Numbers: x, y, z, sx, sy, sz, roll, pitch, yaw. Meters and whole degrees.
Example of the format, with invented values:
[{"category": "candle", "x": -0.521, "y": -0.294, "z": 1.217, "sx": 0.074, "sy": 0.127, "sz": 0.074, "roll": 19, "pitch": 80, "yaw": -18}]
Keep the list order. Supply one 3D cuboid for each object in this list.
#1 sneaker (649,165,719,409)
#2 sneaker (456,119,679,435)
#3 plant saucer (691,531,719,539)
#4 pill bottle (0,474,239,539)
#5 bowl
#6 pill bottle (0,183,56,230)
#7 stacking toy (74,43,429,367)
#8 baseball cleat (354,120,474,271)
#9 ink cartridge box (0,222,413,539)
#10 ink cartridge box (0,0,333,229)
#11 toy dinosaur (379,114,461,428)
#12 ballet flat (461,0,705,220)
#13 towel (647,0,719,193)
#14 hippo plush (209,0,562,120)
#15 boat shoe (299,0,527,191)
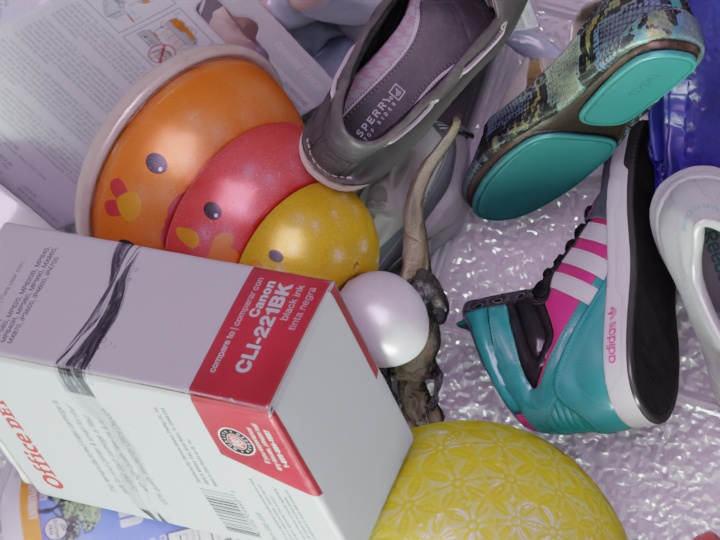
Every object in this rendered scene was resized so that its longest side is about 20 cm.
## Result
[{"category": "sneaker", "x": 0.214, "y": 0.044, "z": 1.535, "sx": 0.075, "sy": 0.089, "sz": 0.200, "roll": -31, "pitch": 105, "yaw": 7}, {"category": "sneaker", "x": 0.115, "y": 0.012, "z": 1.598, "sx": 0.121, "sy": 0.084, "sz": 0.200, "roll": -16, "pitch": 45, "yaw": 29}, {"category": "plant saucer", "x": 0.174, "y": 0.268, "z": 1.480, "sx": 0.200, "sy": 0.037, "sz": 0.200, "roll": -47, "pitch": 116, "yaw": -5}, {"category": "pill bottle", "x": -0.085, "y": 0.140, "z": 1.577, "sx": 0.200, "sy": 0.112, "sz": 0.112, "roll": -16, "pitch": 74, "yaw": 4}, {"category": "bowl", "x": 0.064, "y": 0.186, "z": 1.498, "sx": 0.200, "sy": 0.108, "sz": 0.200, "roll": -3, "pitch": 100, "yaw": -15}, {"category": "pill bottle", "x": -0.252, "y": 0.040, "z": 1.627, "sx": 0.114, "sy": 0.114, "sz": 0.200, "roll": 37, "pitch": 84, "yaw": 16}, {"category": "stacking toy", "x": -0.039, "y": -0.016, "z": 1.512, "sx": 0.200, "sy": 0.146, "sz": 0.146, "roll": 35, "pitch": 83, "yaw": 32}, {"category": "baseball cleat", "x": 0.000, "y": 0.000, "z": 1.623, "sx": 0.200, "sy": 0.106, "sz": 0.070, "roll": -52, "pitch": 60, "yaw": 25}, {"category": "ink cartridge box", "x": -0.093, "y": 0.062, "z": 1.466, "sx": 0.200, "sy": 0.144, "sz": 0.084, "roll": 9, "pitch": 58, "yaw": 27}, {"category": "ink cartridge box", "x": -0.135, "y": -0.114, "z": 1.597, "sx": 0.200, "sy": 0.160, "sz": 0.047, "roll": -25, "pitch": 48, "yaw": 20}, {"category": "toy dinosaur", "x": 0.029, "y": 0.023, "z": 1.557, "sx": 0.047, "sy": 0.088, "sz": 0.200, "roll": 9, "pitch": 117, "yaw": 9}, {"category": "ballet flat", "x": 0.117, "y": -0.097, "z": 1.549, "sx": 0.074, "sy": 0.200, "sz": 0.074, "roll": 17, "pitch": 56, "yaw": -27}, {"category": "towel", "x": 0.253, "y": -0.107, "z": 1.572, "sx": 0.200, "sy": 0.050, "sz": 0.148, "roll": -3, "pitch": 112, "yaw": -11}, {"category": "hippo plush", "x": 0.010, "y": -0.192, "z": 1.623, "sx": 0.200, "sy": 0.159, "sz": 0.161, "roll": -9, "pitch": 62, "yaw": 26}, {"category": "boat shoe", "x": 0.040, "y": -0.125, "z": 1.495, "sx": 0.067, "sy": 0.057, "sz": 0.200, "roll": 36, "pitch": 69, "yaw": -2}]
